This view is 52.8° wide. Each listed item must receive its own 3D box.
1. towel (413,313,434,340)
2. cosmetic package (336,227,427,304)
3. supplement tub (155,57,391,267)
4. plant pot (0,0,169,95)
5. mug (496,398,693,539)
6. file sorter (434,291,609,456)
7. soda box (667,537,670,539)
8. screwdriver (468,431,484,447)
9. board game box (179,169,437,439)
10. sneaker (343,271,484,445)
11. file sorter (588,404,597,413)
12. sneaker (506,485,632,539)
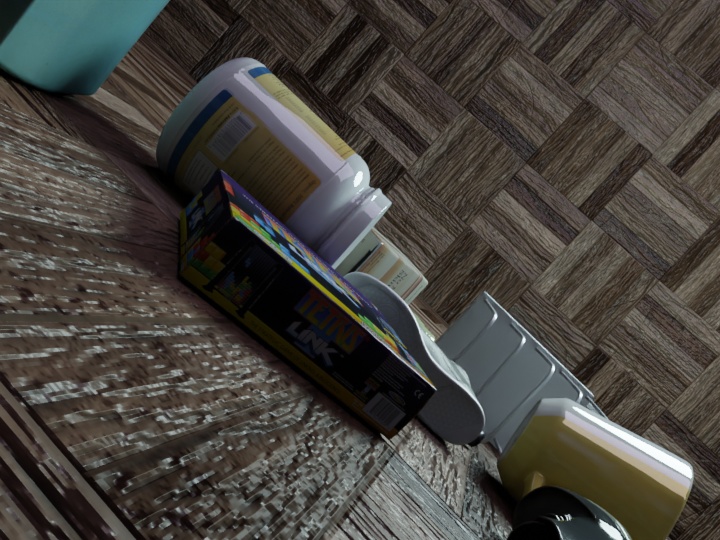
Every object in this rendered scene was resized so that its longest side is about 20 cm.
[{"bbox_3d":[0.057,0.067,1.240,0.148,0.037,0.200,42,4,-9],"label":"towel"},{"bbox_3d":[0.000,0.000,0.910,0.087,0.103,0.200,46,7,24],"label":"cosmetic package"},{"bbox_3d":[-0.082,-0.089,0.707,0.200,0.145,0.145,43,4,1],"label":"supplement tub"},{"bbox_3d":[-0.256,-0.230,0.569,0.141,0.141,0.200,42,12,-13],"label":"plant pot"},{"bbox_3d":[0.220,0.205,0.713,0.153,0.150,0.187,36,-4,13],"label":"mug"},{"bbox_3d":[0.183,0.152,0.897,0.200,0.139,0.125,43,7,-2],"label":"file sorter"},{"bbox_3d":[0.337,0.345,0.851,0.063,0.071,0.200,42,3,33],"label":"soda box"},{"bbox_3d":[0.068,0.124,0.835,0.200,0.028,0.029,45,-26,30],"label":"screwdriver"},{"bbox_3d":[-0.047,0.020,0.564,0.200,0.057,0.165,42,5,-23],"label":"board game box"},{"bbox_3d":[0.046,0.086,0.741,0.200,0.071,0.099,49,2,1],"label":"sneaker"},{"bbox_3d":[0.263,0.211,1.055,0.200,0.125,0.139,43,3,-9],"label":"file sorter"},{"bbox_3d":[0.130,0.180,0.481,0.106,0.075,0.200,45,5,-12],"label":"sneaker"}]
